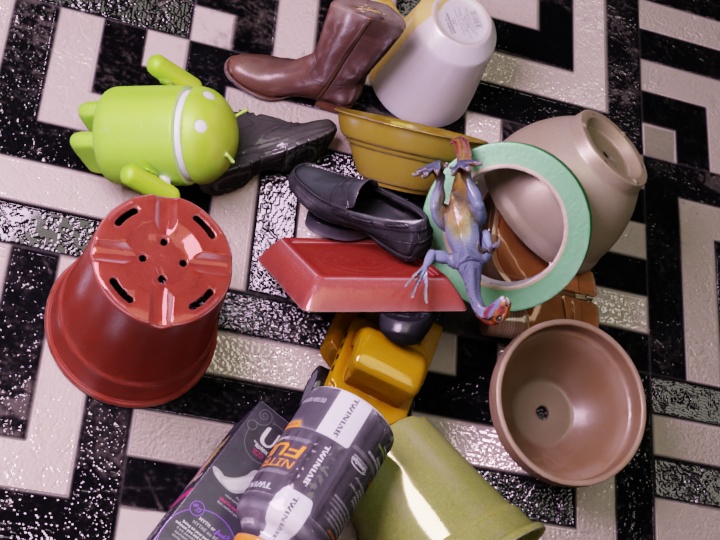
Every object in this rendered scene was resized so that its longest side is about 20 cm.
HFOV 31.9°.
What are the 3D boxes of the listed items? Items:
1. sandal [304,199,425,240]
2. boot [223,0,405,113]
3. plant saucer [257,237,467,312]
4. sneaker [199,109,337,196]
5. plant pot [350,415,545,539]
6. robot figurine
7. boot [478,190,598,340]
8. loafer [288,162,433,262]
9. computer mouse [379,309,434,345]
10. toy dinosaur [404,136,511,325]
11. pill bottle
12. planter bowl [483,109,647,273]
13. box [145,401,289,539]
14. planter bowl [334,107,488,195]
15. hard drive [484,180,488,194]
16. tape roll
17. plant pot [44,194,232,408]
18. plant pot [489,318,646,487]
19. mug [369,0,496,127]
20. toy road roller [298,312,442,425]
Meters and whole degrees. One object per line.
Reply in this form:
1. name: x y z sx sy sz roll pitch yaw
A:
1. sandal: 0.017 -0.076 1.577 0.200 0.043 0.076 -9 28 -32
2. boot: -0.059 -0.281 1.565 0.186 0.200 0.064 10 64 -17
3. plant saucer: 0.000 0.000 1.478 0.199 0.200 0.037 1 106 -20
4. sneaker: -0.121 -0.164 1.566 0.199 0.076 0.091 -18 70 -28
5. plant pot: 0.070 0.269 1.391 0.200 0.201 0.184 -25 67 -28
6. robot figurine: -0.232 -0.157 1.470 0.199 0.116 0.176 1 62 14
7. boot: 0.224 -0.005 1.596 0.154 0.074 0.201 3 79 -15
8. loafer: 0.001 -0.083 1.487 0.200 0.071 0.068 29 51 23
9. computer mouse: 0.064 0.051 1.460 0.058 0.200 0.034 9 105 14
10. toy dinosaur: 0.132 -0.037 1.416 0.200 0.105 0.182 -47 122 -49
11. pill bottle: -0.055 0.224 1.276 0.106 0.106 0.200 35 59 -3
12. planter bowl: 0.272 -0.116 1.582 0.200 0.135 0.201 30 36 -25
13. box: -0.132 0.261 1.351 0.122 0.106 0.200 40 59 -2
14. planter bowl: 0.055 -0.144 1.590 0.200 0.200 0.084 11 99 -16
15. hard drive: 0.235 -0.031 1.667 0.131 0.025 0.201 6 66 -18
16. tape roll: 0.174 -0.053 1.500 0.200 0.048 0.201 1 96 12
17. plant pot: -0.231 0.025 1.367 0.200 0.195 0.201 8 65 -17
18. plant pot: 0.238 0.167 1.535 0.200 0.093 0.202 6 72 -18
19. mug: 0.090 -0.298 1.657 0.186 0.153 0.150 31 61 -5
20. toy road roller: 0.026 0.099 1.460 0.123 0.146 0.200 27 61 -8
